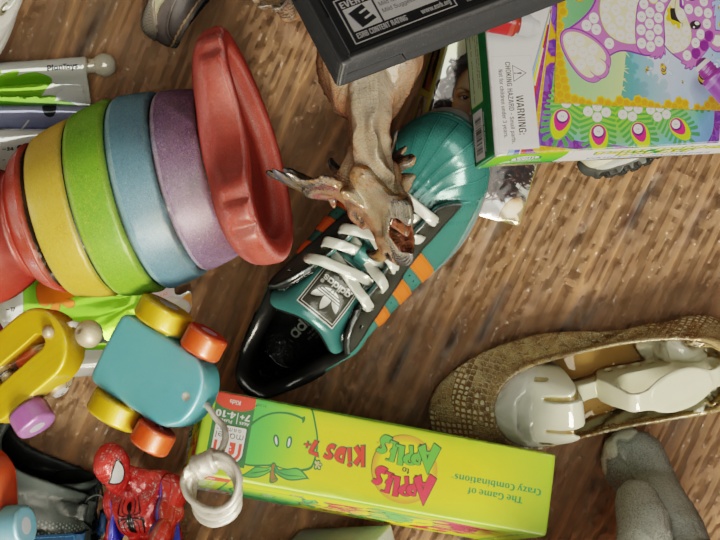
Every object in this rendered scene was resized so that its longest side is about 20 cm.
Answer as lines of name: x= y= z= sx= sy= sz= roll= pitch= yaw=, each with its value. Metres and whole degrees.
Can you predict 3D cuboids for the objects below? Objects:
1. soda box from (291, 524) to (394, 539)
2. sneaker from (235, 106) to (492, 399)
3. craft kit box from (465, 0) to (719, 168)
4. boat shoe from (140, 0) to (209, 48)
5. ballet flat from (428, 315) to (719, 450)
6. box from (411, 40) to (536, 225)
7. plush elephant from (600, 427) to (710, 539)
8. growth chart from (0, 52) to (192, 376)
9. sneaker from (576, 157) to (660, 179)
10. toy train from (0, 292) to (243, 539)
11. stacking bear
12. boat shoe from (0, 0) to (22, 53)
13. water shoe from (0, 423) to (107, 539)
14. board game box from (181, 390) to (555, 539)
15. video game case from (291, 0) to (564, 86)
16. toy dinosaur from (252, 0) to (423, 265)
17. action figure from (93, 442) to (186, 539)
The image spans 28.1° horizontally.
soda box: x=-0.044 y=0.216 z=0.801 sx=0.068 sy=0.200 sz=0.064 roll=-7 pitch=105 yaw=30
sneaker: x=0.000 y=0.000 z=0.787 sx=0.071 sy=0.080 sz=0.200 roll=38 pitch=118 yaw=1
craft kit box: x=0.150 y=-0.158 z=0.754 sx=0.196 sy=0.049 sz=0.202 roll=-4 pitch=85 yaw=-12
boat shoe: x=-0.041 y=-0.195 z=0.777 sx=0.073 sy=0.075 sz=0.200 roll=38 pitch=97 yaw=-12
ballet flat: x=0.140 y=0.070 z=0.858 sx=0.198 sy=0.065 sz=0.071 roll=-15 pitch=104 yaw=-2
box: x=0.081 y=-0.133 z=0.816 sx=0.075 sy=0.050 sz=0.202 roll=13 pitch=100 yaw=-8
plush elephant: x=0.136 y=0.214 z=0.824 sx=0.154 sy=0.200 sz=0.166 roll=-12 pitch=111 yaw=-8
growth chart: x=-0.177 y=-0.028 z=0.828 sx=0.144 sy=0.018 sz=0.202 roll=-10 pitch=104 yaw=-5
sneaker: x=0.192 y=-0.137 z=0.827 sx=0.199 sy=0.070 sz=0.094 roll=-37 pitch=86 yaw=5
toy train: x=-0.148 y=0.092 z=0.770 sx=0.198 sy=0.056 sz=0.152 roll=-12 pitch=80 yaw=18
stacking bear: x=-0.145 y=-0.035 z=0.767 sx=0.198 sy=0.114 sz=0.122 roll=-14 pitch=73 yaw=8
boat shoe: x=-0.206 y=-0.170 z=0.759 sx=0.071 sy=0.069 sz=0.201 roll=30 pitch=93 yaw=-6
water shoe: x=-0.176 y=0.158 z=0.841 sx=0.079 sy=0.072 sz=0.200 roll=-38 pitch=105 yaw=-1
board game box: x=0.001 y=0.116 z=0.830 sx=0.198 sy=0.102 sz=0.048 roll=12 pitch=75 yaw=-8
video game case: x=0.039 y=-0.200 z=0.691 sx=0.199 sy=0.026 sz=0.182 roll=-23 pitch=73 yaw=-15
toy dinosaur: x=0.001 y=-0.105 z=0.747 sx=0.085 sy=0.201 sz=0.136 roll=6 pitch=130 yaw=8
action figure: x=-0.111 y=0.193 z=0.822 sx=0.065 sy=0.099 sz=0.201 roll=-12 pitch=116 yaw=29
